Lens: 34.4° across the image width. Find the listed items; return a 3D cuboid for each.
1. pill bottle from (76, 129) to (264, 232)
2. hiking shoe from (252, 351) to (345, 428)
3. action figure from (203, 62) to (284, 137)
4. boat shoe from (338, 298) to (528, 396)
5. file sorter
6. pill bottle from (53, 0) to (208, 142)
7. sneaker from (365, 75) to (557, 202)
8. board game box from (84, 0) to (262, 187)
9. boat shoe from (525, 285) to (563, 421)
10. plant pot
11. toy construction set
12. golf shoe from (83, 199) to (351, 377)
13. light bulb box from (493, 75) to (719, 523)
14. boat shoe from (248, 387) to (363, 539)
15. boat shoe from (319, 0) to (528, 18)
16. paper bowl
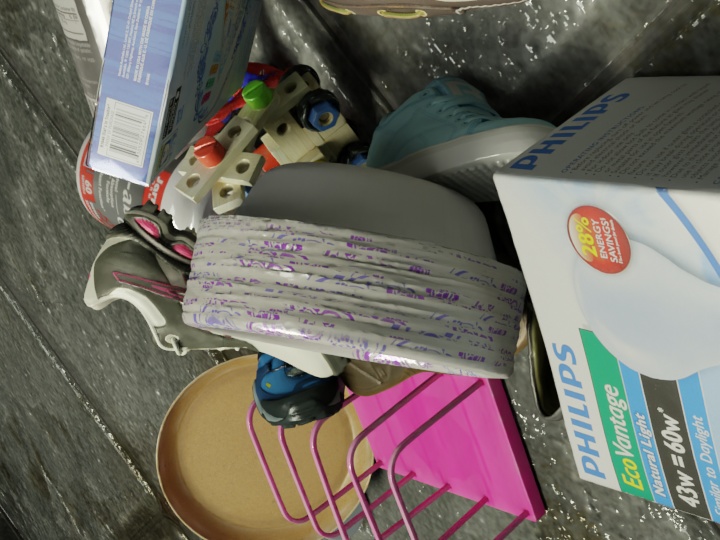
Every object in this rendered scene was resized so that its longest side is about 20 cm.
[{"bbox_3d":[-0.141,-0.064,0.977,0.200,0.116,0.116,24,137,42],"label":"pill bottle"},{"bbox_3d":[-0.061,0.053,0.941,0.200,0.074,0.087,-110,2,-65],"label":"hiking shoe"},{"bbox_3d":[-0.122,-0.142,0.842,0.065,0.099,0.200,12,160,49],"label":"action figure"},{"bbox_3d":[0.058,0.037,0.840,0.200,0.066,0.074,-18,102,47],"label":"boat shoe"},{"bbox_3d":[0.020,0.153,0.945,0.200,0.125,0.139,8,125,51],"label":"file sorter"},{"bbox_3d":[-0.175,-0.203,0.897,0.114,0.114,0.200,22,135,43],"label":"pill bottle"},{"bbox_3d":[0.056,-0.085,0.712,0.200,0.074,0.082,-4,79,61],"label":"sneaker"},{"bbox_3d":[-0.091,-0.176,0.673,0.043,0.199,0.200,18,116,3],"label":"board game box"},{"bbox_3d":[0.133,0.013,0.711,0.072,0.066,0.201,31,140,40],"label":"boat shoe"},{"bbox_3d":[-0.087,0.167,1.075,0.027,0.200,0.200,-110,-4,-73],"label":"plant pot"},{"bbox_3d":[-0.057,-0.065,0.821,0.092,0.131,0.200,54,-177,26],"label":"toy construction set"},{"bbox_3d":[-0.104,0.034,0.852,0.200,0.088,0.077,31,168,1],"label":"golf shoe"},{"bbox_3d":[0.196,0.017,0.571,0.200,0.125,0.199,10,127,49],"label":"light bulb box"},{"bbox_3d":[-0.066,0.172,1.149,0.086,0.075,0.202,16,139,60],"label":"boat shoe"},{"bbox_3d":[0.036,-0.180,0.675,0.200,0.072,0.059,11,170,36],"label":"boat shoe"},{"bbox_3d":[0.000,0.000,0.697,0.200,0.200,0.105,0,78,54],"label":"paper bowl"}]
